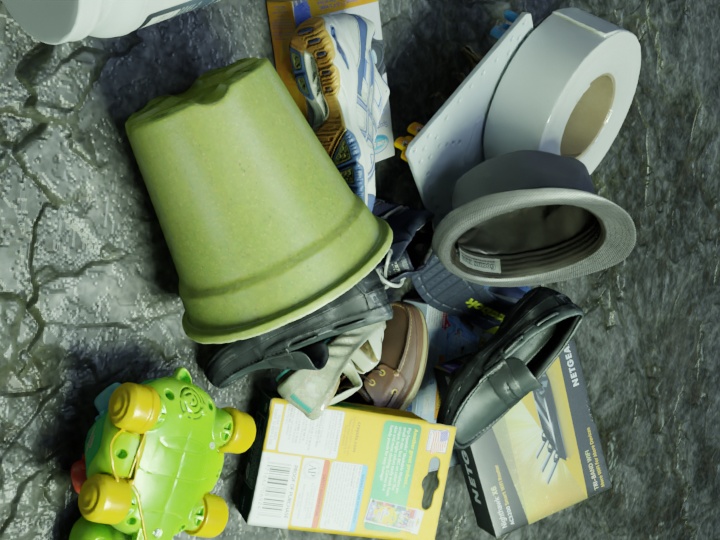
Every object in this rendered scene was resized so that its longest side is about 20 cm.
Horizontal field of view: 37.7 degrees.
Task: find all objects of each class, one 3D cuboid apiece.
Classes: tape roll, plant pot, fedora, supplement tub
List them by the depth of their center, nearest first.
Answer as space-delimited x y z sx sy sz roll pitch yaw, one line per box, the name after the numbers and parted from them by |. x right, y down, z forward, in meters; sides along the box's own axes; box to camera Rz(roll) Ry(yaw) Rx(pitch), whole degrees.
-0.165 -0.257 0.790 0.200 0.140 0.141 -32 121 -39 | supplement tub
-0.100 -0.070 0.889 0.200 0.200 0.185 -40 114 -34 | plant pot
0.169 -0.060 1.060 0.177 0.199 0.091 47 35 -52 | fedora
0.220 -0.178 1.143 0.202 0.071 0.203 -37 146 -31 | tape roll

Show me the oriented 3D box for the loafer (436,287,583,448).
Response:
0.156 0.105 1.107 0.201 0.070 0.068 -50 125 -7 | loafer

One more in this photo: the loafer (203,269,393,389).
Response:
-0.059 0.062 0.950 0.071 0.200 0.068 59 25 4 | loafer

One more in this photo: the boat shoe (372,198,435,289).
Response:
0.000 0.000 1.063 0.200 0.092 0.075 -50 129 -29 | boat shoe

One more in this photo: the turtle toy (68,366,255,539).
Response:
-0.186 0.177 0.895 0.145 0.101 0.201 25 81 -46 | turtle toy

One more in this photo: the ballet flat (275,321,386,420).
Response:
-0.016 0.089 1.061 0.062 0.067 0.200 46 38 3 | ballet flat

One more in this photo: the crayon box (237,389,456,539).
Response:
-0.013 0.199 1.064 0.199 0.052 0.126 11 91 -18 | crayon box

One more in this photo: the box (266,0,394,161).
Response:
-0.024 -0.174 1.039 0.119 0.041 0.201 -26 115 -41 | box

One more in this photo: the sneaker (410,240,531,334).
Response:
0.123 0.006 1.185 0.200 0.074 0.083 31 41 -39 | sneaker

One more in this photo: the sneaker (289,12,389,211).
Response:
-0.003 -0.140 0.987 0.088 0.075 0.201 -25 117 -41 | sneaker

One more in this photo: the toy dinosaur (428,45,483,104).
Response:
0.122 -0.151 1.191 0.101 0.058 0.201 -13 109 -47 | toy dinosaur

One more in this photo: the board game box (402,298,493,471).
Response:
0.117 0.131 1.261 0.199 0.041 0.201 0 99 -48 | board game box

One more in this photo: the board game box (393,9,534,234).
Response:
0.123 -0.146 1.126 0.200 0.026 0.200 -50 151 -14 | board game box

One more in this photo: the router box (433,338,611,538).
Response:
0.185 0.178 1.199 0.157 0.052 0.201 -19 99 -17 | router box

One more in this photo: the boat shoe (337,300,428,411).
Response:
0.013 0.125 1.124 0.067 0.072 0.201 29 80 -49 | boat shoe
